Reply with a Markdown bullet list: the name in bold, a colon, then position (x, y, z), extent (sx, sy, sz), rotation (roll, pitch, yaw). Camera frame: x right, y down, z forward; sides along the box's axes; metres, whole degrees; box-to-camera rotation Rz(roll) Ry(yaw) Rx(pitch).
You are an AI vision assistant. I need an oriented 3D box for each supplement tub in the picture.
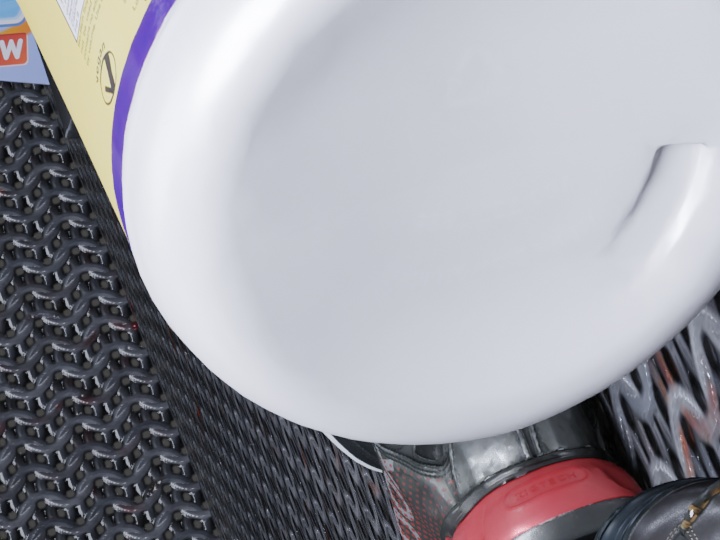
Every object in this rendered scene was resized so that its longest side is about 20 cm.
- **supplement tub**: position (-0.004, -0.073, 0.666), extent (0.200, 0.145, 0.146), rotation (-119, 12, -51)

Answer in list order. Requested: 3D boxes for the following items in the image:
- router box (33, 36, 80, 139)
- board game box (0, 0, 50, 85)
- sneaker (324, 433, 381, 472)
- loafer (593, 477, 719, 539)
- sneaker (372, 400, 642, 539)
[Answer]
- **router box**: position (-0.090, -0.169, 1.119), extent (0.200, 0.052, 0.158), rotation (119, 137, -56)
- **board game box**: position (-0.169, -0.181, 1.248), extent (0.037, 0.151, 0.201), rotation (-130, 46, -62)
- **sneaker**: position (0.000, 0.000, 1.079), extent (0.112, 0.073, 0.201), rotation (-125, 18, -67)
- **loafer**: position (0.109, 0.145, 0.719), extent (0.072, 0.073, 0.201), rotation (134, 114, -76)
- **sneaker**: position (0.044, 0.075, 0.982), extent (0.201, 0.071, 0.098), rotation (99, 150, -70)
